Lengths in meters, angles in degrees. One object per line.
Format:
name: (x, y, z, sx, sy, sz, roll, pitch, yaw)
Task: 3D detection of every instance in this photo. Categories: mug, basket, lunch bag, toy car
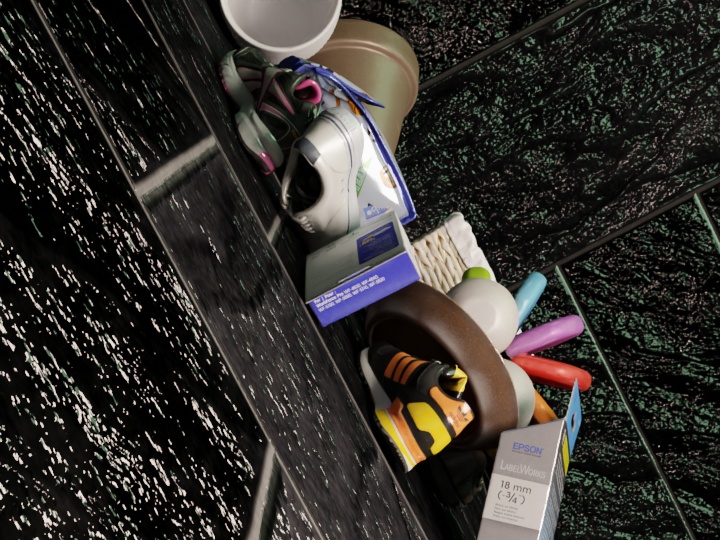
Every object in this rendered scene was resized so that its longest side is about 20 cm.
mug: (-0.120, -0.341, 1.756, 0.199, 0.148, 0.175, 33, -3, -2)
basket: (0.100, 0.049, 1.757, 0.201, 0.160, 0.198, 64, 4, -1)
lunch bag: (-0.029, -0.139, 1.547, 0.201, 0.123, 0.170, 63, -3, -13)
toy car: (0.166, 0.090, 1.506, 0.175, 0.149, 0.202, 50, 29, -81)

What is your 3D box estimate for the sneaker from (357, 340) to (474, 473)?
sneaker: (0.056, 0.112, 1.315, 0.070, 0.089, 0.200, 61, 4, -20)

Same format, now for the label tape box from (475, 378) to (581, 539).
label tape box: (0.162, 0.214, 1.387, 0.144, 0.063, 0.202, 66, 37, -66)

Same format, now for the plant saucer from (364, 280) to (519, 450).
plant saucer: (0.070, 0.100, 1.402, 0.200, 0.032, 0.201, 36, -33, 29)

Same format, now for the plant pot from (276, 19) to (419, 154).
plant pot: (-0.016, -0.209, 1.937, 0.201, 0.198, 0.176, 58, 24, -50)

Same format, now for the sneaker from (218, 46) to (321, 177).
sneaker: (-0.079, -0.166, 1.404, 0.081, 0.086, 0.201, 60, 6, -39)

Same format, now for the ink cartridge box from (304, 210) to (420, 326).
ink cartridge box: (0.000, 0.000, 1.274, 0.039, 0.099, 0.200, 63, 5, -11)

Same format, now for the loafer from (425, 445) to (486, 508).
loafer: (0.116, 0.219, 1.570, 0.072, 0.063, 0.200, 63, 4, 8)

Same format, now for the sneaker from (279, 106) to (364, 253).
sneaker: (-0.045, -0.071, 1.351, 0.073, 0.071, 0.201, 43, -30, 27)
